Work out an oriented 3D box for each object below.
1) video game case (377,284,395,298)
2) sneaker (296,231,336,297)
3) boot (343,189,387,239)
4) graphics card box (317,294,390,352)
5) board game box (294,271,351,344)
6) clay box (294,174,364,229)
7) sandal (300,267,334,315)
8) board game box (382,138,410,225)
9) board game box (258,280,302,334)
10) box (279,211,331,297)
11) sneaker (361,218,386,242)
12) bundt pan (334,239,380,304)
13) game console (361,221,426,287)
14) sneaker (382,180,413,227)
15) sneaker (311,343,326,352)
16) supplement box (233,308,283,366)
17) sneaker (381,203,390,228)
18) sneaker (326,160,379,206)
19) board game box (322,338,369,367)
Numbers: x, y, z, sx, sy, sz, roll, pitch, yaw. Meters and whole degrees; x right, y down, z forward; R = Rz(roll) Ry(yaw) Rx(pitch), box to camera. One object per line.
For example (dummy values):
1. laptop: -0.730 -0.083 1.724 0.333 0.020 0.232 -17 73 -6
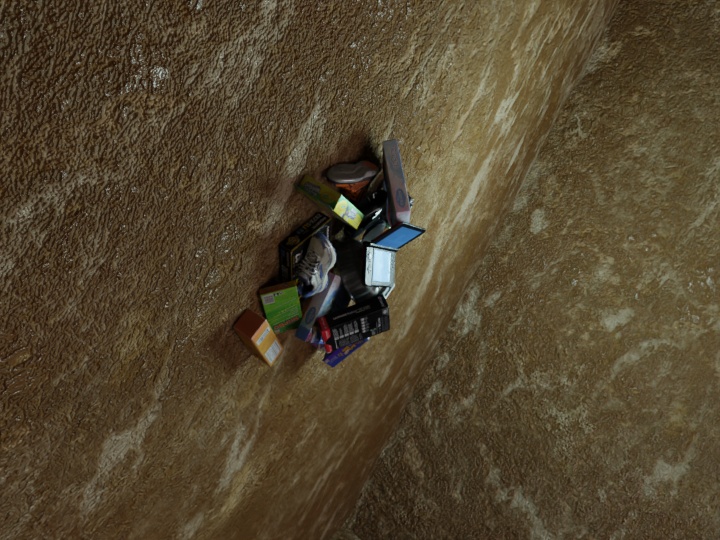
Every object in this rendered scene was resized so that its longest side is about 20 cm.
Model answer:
1. video game case: 0.012 0.123 1.772 0.200 0.023 0.182 -41 -178 21
2. sneaker: -0.118 -0.005 1.483 0.085 0.077 0.202 -36 149 -39
3. boot: 0.032 -0.180 1.639 0.165 0.065 0.200 -51 177 -21
4. graphics card box: -0.016 0.149 1.632 0.197 0.051 0.126 -19 144 -8
5. board game box: -0.094 0.110 1.681 0.202 0.043 0.200 -66 161 -1
6. clay box: -0.074 -0.170 1.438 0.048 0.114 0.200 -58 159 -1
7. sandal: -0.122 0.082 1.734 0.208 0.059 0.079 -59 159 -2
8. board game box: 0.097 -0.225 1.619 0.199 0.043 0.203 75 5 -77
9. board game box: -0.206 0.103 1.556 0.094 0.030 0.201 -14 143 -9
10. box: -0.144 -0.032 1.554 0.159 0.049 0.202 -42 153 -35
11. sneaker: 0.037 -0.075 1.800 0.201 0.086 0.075 -60 180 40
12. bundt pan: 0.000 0.000 1.706 0.075 0.205 0.202 -20 163 13
13. game console: 0.096 -0.039 1.633 0.199 0.117 0.176 6 86 -63
14. sneaker: 0.122 -0.187 1.759 0.077 0.081 0.203 -2 79 -70
15. sneaker: -0.078 0.166 1.871 0.203 0.113 0.072 -64 157 8
16. supplement box: -0.264 0.179 1.537 0.069 0.066 0.201 -53 159 -23
17. sneaker: 0.094 -0.193 1.859 0.200 0.077 0.086 -43 149 -55
18. sneaker: -0.028 -0.216 1.534 0.199 0.077 0.113 -20 141 -51
19. board game box: -0.038 0.213 1.927 0.200 0.045 0.135 -42 -158 37
